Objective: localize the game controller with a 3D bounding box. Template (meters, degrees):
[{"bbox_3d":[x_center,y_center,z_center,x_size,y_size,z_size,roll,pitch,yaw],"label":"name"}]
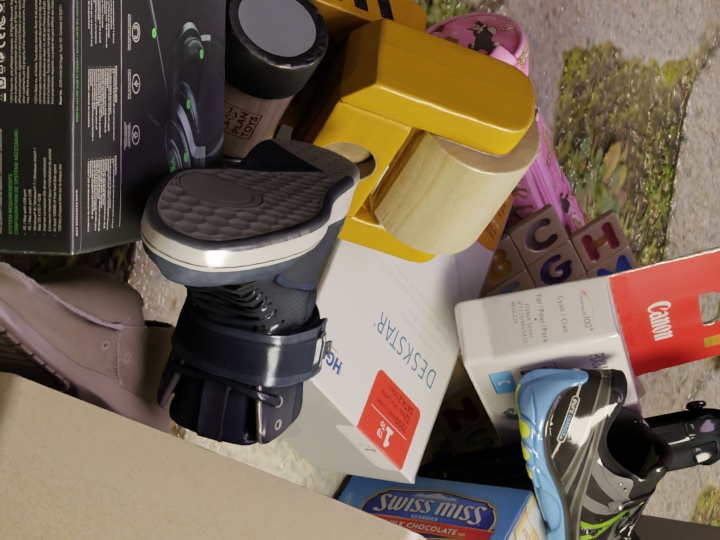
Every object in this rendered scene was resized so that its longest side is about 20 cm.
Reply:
[{"bbox_3d":[0.139,0.120,1.478,0.104,0.199,0.042,23,57,-78],"label":"game controller"}]

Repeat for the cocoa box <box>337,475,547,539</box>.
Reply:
[{"bbox_3d":[0.053,0.240,1.421,0.131,0.133,0.200,-56,137,-38],"label":"cocoa box"}]

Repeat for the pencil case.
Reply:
[{"bbox_3d":[0.092,-0.072,1.473,0.083,0.086,0.200,-77,151,-42],"label":"pencil case"}]

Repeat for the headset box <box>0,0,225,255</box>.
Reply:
[{"bbox_3d":[-0.134,-0.103,1.084,0.200,0.092,0.175,-20,113,-71],"label":"headset box"}]

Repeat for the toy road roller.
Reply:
[{"bbox_3d":[-0.005,-0.109,1.241,0.123,0.200,0.146,125,-18,-49],"label":"toy road roller"}]

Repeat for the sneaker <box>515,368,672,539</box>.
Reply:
[{"bbox_3d":[0.150,0.134,1.378,0.071,0.082,0.200,-87,162,-48],"label":"sneaker"}]

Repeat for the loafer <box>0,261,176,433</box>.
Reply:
[{"bbox_3d":[-0.150,0.027,1.139,0.200,0.075,0.068,44,57,-61],"label":"loafer"}]

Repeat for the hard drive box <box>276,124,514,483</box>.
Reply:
[{"bbox_3d":[0.000,0.000,1.357,0.156,0.077,0.200,47,57,-49],"label":"hard drive box"}]

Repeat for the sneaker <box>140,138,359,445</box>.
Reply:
[{"bbox_3d":[-0.063,0.023,1.099,0.202,0.077,0.147,-27,138,-70],"label":"sneaker"}]

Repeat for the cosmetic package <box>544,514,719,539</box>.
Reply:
[{"bbox_3d":[0.156,0.213,1.515,0.073,0.200,0.104,-11,103,-57],"label":"cosmetic package"}]

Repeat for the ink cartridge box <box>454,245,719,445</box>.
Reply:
[{"bbox_3d":[0.159,0.052,1.413,0.200,0.176,0.045,60,19,-67],"label":"ink cartridge box"}]

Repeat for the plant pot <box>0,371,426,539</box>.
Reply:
[{"bbox_3d":[-0.107,0.181,1.049,0.200,0.199,0.177,124,-12,-73],"label":"plant pot"}]

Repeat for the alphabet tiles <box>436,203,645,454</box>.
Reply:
[{"bbox_3d":[0.115,0.048,1.507,0.166,0.006,0.200,-32,133,-1],"label":"alphabet tiles"}]
